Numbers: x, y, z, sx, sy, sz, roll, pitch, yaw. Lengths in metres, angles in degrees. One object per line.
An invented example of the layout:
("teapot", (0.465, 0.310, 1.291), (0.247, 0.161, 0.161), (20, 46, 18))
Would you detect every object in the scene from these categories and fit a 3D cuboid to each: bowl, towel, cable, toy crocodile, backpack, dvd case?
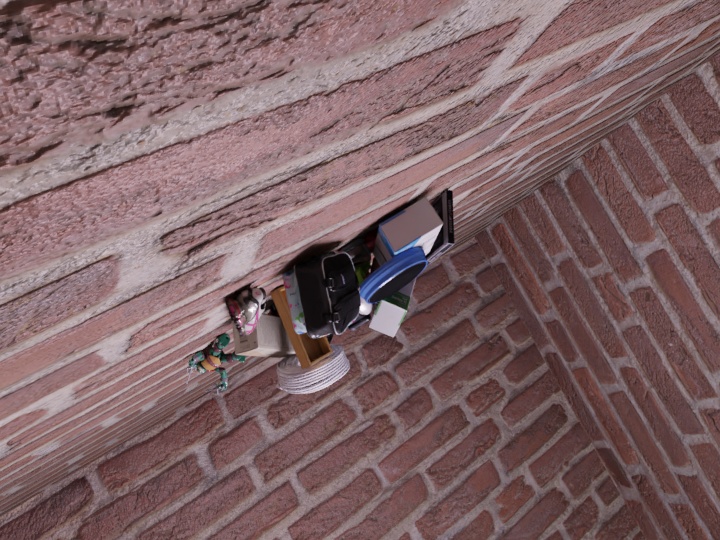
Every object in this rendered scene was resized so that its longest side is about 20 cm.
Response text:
("bowl", (0.084, 0.017, 1.466), (0.197, 0.040, 0.201), (-31, 166, -9))
("towel", (0.038, -0.080, 1.578), (0.142, 0.023, 0.200), (-28, 173, -28))
("cable", (-0.128, 0.259, 1.563), (0.196, 0.071, 0.198), (-23, -168, -26))
("toy crocodile", (0.000, 0.000, 1.553), (0.067, 0.062, 0.200), (-37, -173, 6))
("backpack", (-0.078, 0.050, 1.328), (0.146, 0.184, 0.199), (-9, -171, 26))
("dvd case", (0.207, -0.111, 1.622), (0.024, 0.156, 0.200), (6, 161, -17))

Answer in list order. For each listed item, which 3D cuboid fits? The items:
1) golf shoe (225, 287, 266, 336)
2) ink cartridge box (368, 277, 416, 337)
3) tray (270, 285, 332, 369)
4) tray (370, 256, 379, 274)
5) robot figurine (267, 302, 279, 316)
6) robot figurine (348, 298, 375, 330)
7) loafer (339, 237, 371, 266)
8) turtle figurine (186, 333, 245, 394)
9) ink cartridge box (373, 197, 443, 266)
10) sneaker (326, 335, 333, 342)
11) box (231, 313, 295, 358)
("golf shoe", (-0.243, 0.091, 1.289), (0.091, 0.074, 0.200), (-30, 173, -17))
("ink cartridge box", (0.100, 0.059, 1.655), (0.148, 0.081, 0.204), (110, 0, -53))
("tray", (-0.148, 0.133, 1.468), (0.036, 0.206, 0.098), (-24, 178, 35))
("tray", (0.071, -0.009, 1.801), (0.200, 0.036, 0.102), (-40, 144, -67))
("robot figurine", (-0.190, 0.092, 1.615), (0.143, 0.059, 0.200), (-31, 174, -29))
("robot figurine", (-0.049, 0.093, 1.653), (0.196, 0.128, 0.149), (-30, 154, 18))
("loafer", (-0.060, -0.005, 1.476), (0.197, 0.064, 0.072), (-34, 173, 20))
("turtle figurine", (-0.420, 0.261, 1.653), (0.198, 0.103, 0.148), (-36, 131, 27))
("ink cartridge box", (0.115, -0.078, 1.480), (0.143, 0.085, 0.201), (-31, 166, -12))
("sneaker", (-0.103, 0.100, 1.561), (0.080, 0.084, 0.206), (-31, 139, -72))
("box", (-0.243, 0.172, 1.528), (0.076, 0.098, 0.199), (-16, 161, 23))
